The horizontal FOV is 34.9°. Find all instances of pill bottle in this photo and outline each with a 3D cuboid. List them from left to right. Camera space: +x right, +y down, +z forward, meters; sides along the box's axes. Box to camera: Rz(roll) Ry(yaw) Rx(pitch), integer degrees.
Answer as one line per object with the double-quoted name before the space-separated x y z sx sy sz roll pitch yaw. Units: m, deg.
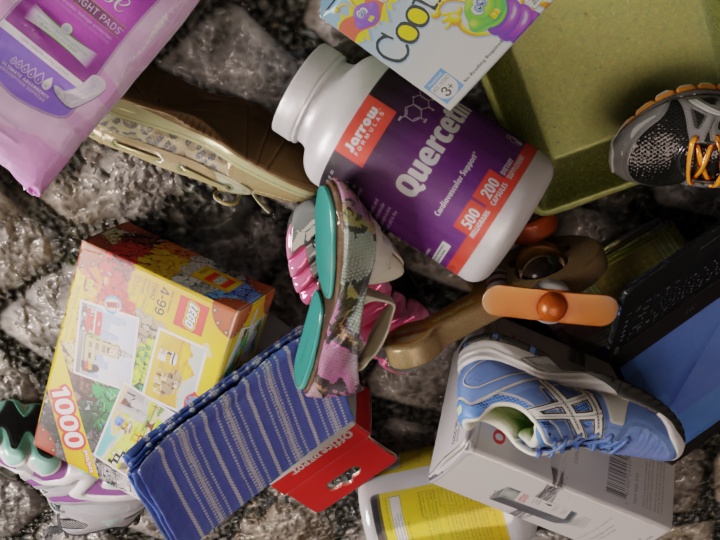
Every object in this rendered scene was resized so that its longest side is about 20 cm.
"pill bottle" 0.037 -0.086 0.863 0.200 0.113 0.113 32 122 2
"pill bottle" 0.105 0.219 1.108 0.199 0.112 0.112 -13 126 9

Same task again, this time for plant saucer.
"plant saucer" 0.195 -0.159 0.871 0.199 0.048 0.200 -19 124 13

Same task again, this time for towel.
"towel" -0.093 0.140 0.946 0.200 0.024 0.145 -36 139 -20
"towel" 0.259 0.047 1.040 0.143 0.023 0.200 -31 122 19

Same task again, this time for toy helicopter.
"toy helicopter" 0.111 0.028 0.907 0.199 0.132 0.079 -28 115 -16

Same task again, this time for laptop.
"laptop" 0.303 0.046 0.944 0.177 0.103 0.200 -33 156 -11

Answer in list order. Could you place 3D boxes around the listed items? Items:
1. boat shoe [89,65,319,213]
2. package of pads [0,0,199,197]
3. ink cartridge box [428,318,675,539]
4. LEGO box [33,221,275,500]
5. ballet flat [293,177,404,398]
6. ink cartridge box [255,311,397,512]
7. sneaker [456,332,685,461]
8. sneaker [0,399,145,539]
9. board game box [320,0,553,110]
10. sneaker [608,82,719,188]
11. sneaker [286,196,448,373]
"boat shoe" -0.122 -0.100 0.902 0.199 0.073 0.063 26 129 -6
"package of pads" -0.212 -0.164 0.801 0.120 0.076 0.200 40 92 -22
"ink cartridge box" 0.173 0.147 1.017 0.199 0.146 0.085 24 142 -11
"LEGO box" -0.176 0.082 0.968 0.148 0.077 0.201 23 111 13
"ballet flat" -0.006 0.016 0.864 0.071 0.069 0.201 -1 127 -14
"ink cartridge box" -0.071 0.130 1.068 0.116 0.067 0.200 -37 118 24
"sneaker" 0.168 0.123 0.938 0.199 0.077 0.076 19 147 0
"sneaker" -0.300 0.210 1.118 0.199 0.078 0.140 20 123 -14
"board game box" 0.045 -0.212 0.736 0.103 0.200 0.105 32 120 -22
"sneaker" 0.285 -0.090 0.847 0.199 0.077 0.079 -6 128 5
"sneaker" 0.000 0.000 0.953 0.079 0.096 0.200 -27 131 15
